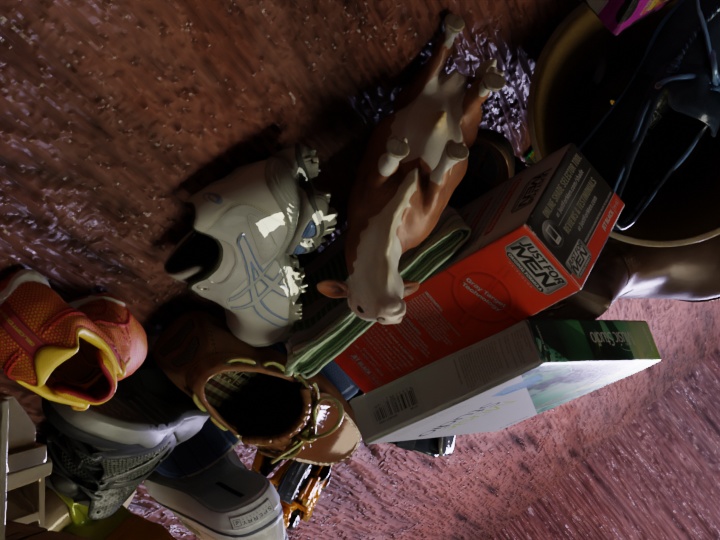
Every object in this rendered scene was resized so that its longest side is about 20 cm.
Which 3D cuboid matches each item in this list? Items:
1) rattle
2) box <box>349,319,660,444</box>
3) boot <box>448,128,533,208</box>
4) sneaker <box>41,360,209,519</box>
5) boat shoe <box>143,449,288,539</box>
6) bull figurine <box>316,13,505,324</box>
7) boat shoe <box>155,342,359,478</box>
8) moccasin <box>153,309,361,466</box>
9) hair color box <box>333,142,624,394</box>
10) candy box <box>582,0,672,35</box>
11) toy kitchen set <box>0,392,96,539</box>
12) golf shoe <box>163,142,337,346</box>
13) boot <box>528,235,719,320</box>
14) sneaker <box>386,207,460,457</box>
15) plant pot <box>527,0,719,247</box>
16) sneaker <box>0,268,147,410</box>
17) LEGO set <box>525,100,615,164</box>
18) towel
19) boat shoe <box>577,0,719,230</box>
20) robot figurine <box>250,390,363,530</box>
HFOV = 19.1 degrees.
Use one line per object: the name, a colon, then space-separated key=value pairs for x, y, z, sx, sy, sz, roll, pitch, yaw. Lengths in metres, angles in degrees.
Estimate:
rattle: x=-0.209 y=0.240 z=1.605 sx=0.200 sy=0.143 sz=0.130 roll=-53 pitch=179 yaw=24
box: x=0.103 y=0.075 z=1.466 sx=0.144 sy=0.036 sz=0.200 roll=-26 pitch=167 yaw=28
boot: x=0.093 y=-0.072 z=1.594 sx=0.097 sy=0.075 sz=0.200 roll=-52 pitch=173 yaw=-26
sneaker: x=-0.176 y=0.116 z=1.429 sx=0.114 sy=0.076 sz=0.199 roll=-48 pitch=170 yaw=6
boat shoe: x=-0.109 y=0.176 z=1.598 sx=0.073 sy=0.067 sz=0.200 roll=-26 pitch=-161 yaw=-14
bull figurine: x=0.034 y=-0.062 z=1.333 sx=0.122 sy=0.065 sz=0.200 roll=120 pitch=-9 yaw=-52
boat shoe: x=-0.072 y=0.078 z=1.585 sx=0.200 sy=0.072 sz=0.072 roll=-26 pitch=-164 yaw=7
moccasin: x=-0.059 y=0.093 z=1.478 sx=0.074 sy=0.078 sz=0.201 roll=-41 pitch=141 yaw=3
hair color box: x=0.072 y=0.003 z=1.428 sx=0.200 sy=0.061 sz=0.102 roll=-31 pitch=-163 yaw=41
candy box: x=0.238 y=-0.251 z=1.400 sx=0.200 sy=0.061 sz=0.136 roll=-31 pitch=163 yaw=-29
toy kitchen set: x=-0.199 y=0.136 z=1.299 sx=0.180 sy=0.199 sz=0.164 roll=-14 pitch=109 yaw=-59
golf shoe: x=-0.081 y=-0.010 z=1.349 sx=0.097 sy=0.078 sz=0.200 roll=-14 pitch=153 yaw=-18
boot: x=0.195 y=0.006 z=1.527 sx=0.186 sy=0.064 sz=0.200 roll=-8 pitch=-176 yaw=22
sneaker: x=0.057 y=0.054 z=1.573 sx=0.202 sy=0.077 sz=0.147 roll=99 pitch=10 yaw=-61
plant pot: x=0.216 y=-0.114 z=1.576 sx=0.186 sy=0.186 sz=0.200 roll=-41 pitch=179 yaw=5
sneaker: x=-0.169 y=0.054 z=1.268 sx=0.073 sy=0.077 sz=0.200 roll=-43 pitch=167 yaw=7
LEGO set: x=0.221 y=-0.068 z=1.780 sx=0.154 sy=0.116 sz=0.200 roll=-37 pitch=165 yaw=-12
towel: x=0.000 y=0.000 z=1.462 sx=0.152 sy=0.023 sz=0.200 roll=-41 pitch=-167 yaw=3
boat shoe: x=0.220 y=-0.109 z=1.435 sx=0.084 sy=0.069 sz=0.200 roll=23 pitch=105 yaw=-33
robot figurine: x=-0.027 y=0.108 z=1.667 sx=0.200 sy=0.058 sz=0.145 roll=-61 pitch=171 yaw=-18
